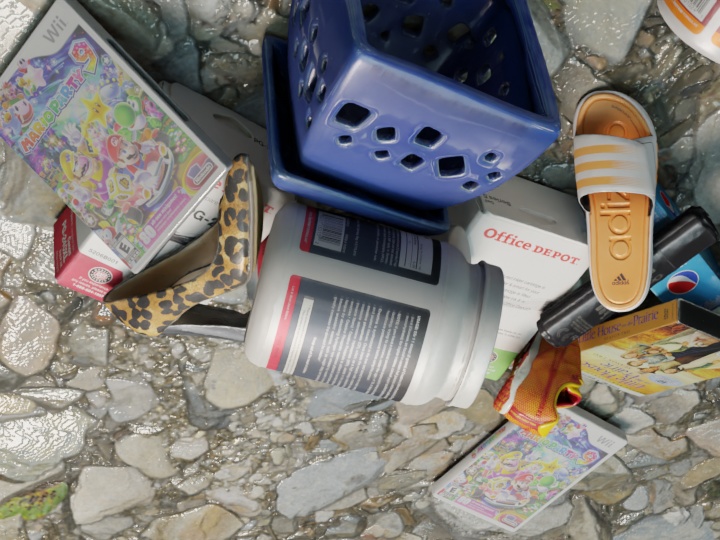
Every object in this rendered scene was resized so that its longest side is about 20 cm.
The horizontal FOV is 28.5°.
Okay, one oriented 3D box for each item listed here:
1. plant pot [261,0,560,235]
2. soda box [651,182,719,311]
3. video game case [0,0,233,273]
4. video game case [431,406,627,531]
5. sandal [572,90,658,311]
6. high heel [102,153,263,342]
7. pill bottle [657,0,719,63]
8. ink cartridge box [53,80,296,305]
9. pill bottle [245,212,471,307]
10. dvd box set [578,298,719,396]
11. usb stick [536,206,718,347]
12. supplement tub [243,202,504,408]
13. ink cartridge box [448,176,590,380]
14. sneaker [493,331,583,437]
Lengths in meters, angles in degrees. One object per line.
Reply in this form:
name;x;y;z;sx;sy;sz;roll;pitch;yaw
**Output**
plant pot;0.025;-0.153;1.181;0.198;0.202;0.180;17;134;-26
soda box;0.302;-0.030;1.439;0.064;0.068;0.200;-31;131;18
video game case;-0.221;-0.114;1.211;0.200;0.018;0.143;45;119;-1
video game case;0.201;0.231;1.692;0.142;0.018;0.200;28;122;-31
sandal;0.242;-0.065;1.322;0.078;0.059;0.210;-5;93;13
high heel;-0.158;-0.021;1.245;0.140;0.072;0.202;8;125;0
pill bottle;0.345;-0.277;1.181;0.112;0.114;0.201;15;129;-24
ink cartridge box;-0.173;-0.055;1.307;0.144;0.084;0.200;25;124;-30
pill bottle;0.000;0.000;1.332;0.197;0.112;0.111;-1;139;22
dvd box set;0.318;0.086;1.516;0.145;0.030;0.199;22;154;-29
usb stick;0.262;0.008;1.389;0.199;0.033;0.055;-37;143;16
supplement tub;0.009;0.032;1.194;0.197;0.141;0.141;15;131;-5
ink cartridge box;0.122;0.003;1.422;0.144;0.085;0.201;15;128;-26
sneaker;0.197;0.103;1.464;0.077;0.200;0.073;34;132;2
